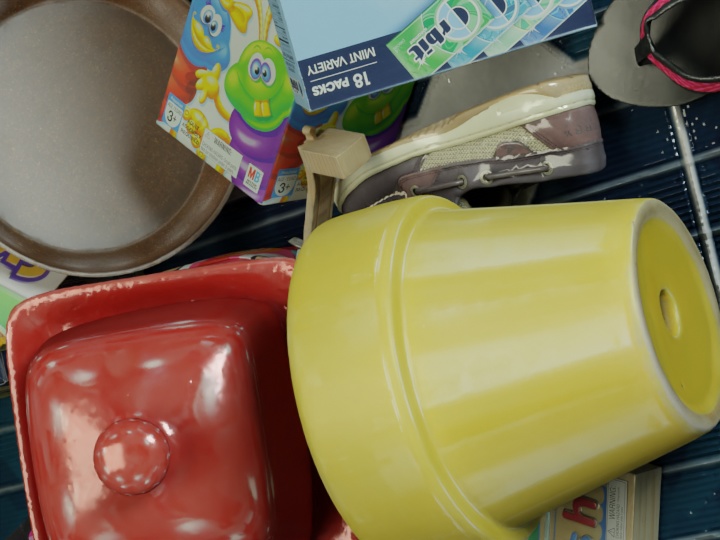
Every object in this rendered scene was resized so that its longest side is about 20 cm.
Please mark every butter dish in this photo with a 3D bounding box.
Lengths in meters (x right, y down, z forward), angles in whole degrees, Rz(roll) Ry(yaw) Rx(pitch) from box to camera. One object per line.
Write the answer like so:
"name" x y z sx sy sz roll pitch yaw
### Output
"butter dish" -0.117 0.102 1.731 0.199 0.148 0.200 -9 90 11

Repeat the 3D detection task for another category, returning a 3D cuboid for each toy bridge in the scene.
"toy bridge" 0.000 0.000 1.755 0.067 0.027 0.200 12 132 44

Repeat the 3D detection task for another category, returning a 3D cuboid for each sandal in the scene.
"sandal" 0.192 -0.127 1.583 0.200 0.045 0.075 -4 95 46

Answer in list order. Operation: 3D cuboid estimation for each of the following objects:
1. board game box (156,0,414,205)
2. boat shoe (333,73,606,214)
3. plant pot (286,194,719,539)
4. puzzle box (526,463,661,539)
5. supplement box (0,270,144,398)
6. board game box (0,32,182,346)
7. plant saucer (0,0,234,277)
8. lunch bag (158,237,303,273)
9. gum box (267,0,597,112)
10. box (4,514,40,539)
"board game box" -0.026 -0.154 1.758 0.103 0.105 0.200 38 123 34
"boat shoe" 0.061 -0.053 1.712 0.200 0.072 0.065 -25 79 42
"plant pot" 0.089 0.046 1.622 0.189 0.201 0.201 -16 86 24
"puzzle box" 0.111 0.195 1.738 0.133 0.025 0.200 14 107 44
"supplement box" -0.262 -0.015 1.999 0.200 0.134 0.200 -16 86 46
"board game box" -0.204 -0.046 1.887 0.096 0.200 0.030 43 165 -9
"plant saucer" -0.172 -0.093 1.871 0.034 0.200 0.201 152 104 -71
"lunch bag" -0.061 0.086 1.852 0.176 0.082 0.200 -12 89 45
"gum box" 0.022 -0.206 1.632 0.045 0.170 0.200 -137 31 -75
"box" -0.141 0.236 1.866 0.200 0.115 0.132 45 164 6
